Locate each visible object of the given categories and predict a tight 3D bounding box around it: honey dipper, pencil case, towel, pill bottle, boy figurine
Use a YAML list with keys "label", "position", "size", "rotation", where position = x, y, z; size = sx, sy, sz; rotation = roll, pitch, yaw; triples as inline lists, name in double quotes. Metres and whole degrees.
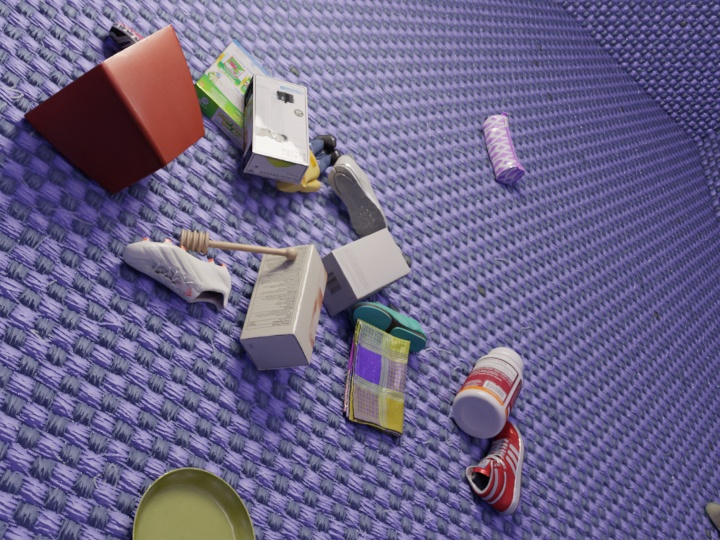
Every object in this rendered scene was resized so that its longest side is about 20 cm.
- label: "honey dipper"
  position: [-0.203, -0.039, 1.435]
  size: [0.197, 0.038, 0.038]
  rotation: [7, 54, -11]
- label: "pencil case"
  position: [0.397, -0.340, 2.366]
  size: [0.083, 0.085, 0.202]
  rotation: [15, 54, -43]
- label: "towel"
  position: [0.035, 0.203, 1.592]
  size: [0.143, 0.023, 0.202]
  rotation: [28, 56, -32]
- label: "pill bottle"
  position: [0.273, 0.248, 1.777]
  size: [0.113, 0.113, 0.200]
  rotation: [52, 37, -6]
- label: "boy figurine"
  position: [-0.110, -0.215, 1.709]
  size: [0.200, 0.064, 0.126]
  rotation: [-47, 125, -57]

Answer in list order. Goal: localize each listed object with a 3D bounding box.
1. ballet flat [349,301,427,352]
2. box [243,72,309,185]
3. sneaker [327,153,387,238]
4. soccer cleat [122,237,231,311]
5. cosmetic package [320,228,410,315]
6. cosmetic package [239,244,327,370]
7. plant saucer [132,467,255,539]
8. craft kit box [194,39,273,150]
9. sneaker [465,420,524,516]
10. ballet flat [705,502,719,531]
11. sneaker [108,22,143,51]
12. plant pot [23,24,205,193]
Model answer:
- label: "ballet flat"
  position: [0.047, 0.101, 1.682]
  size: [0.199, 0.068, 0.071]
  rotation: [28, 21, -33]
- label: "box"
  position: [-0.159, -0.269, 1.617]
  size: [0.115, 0.060, 0.202]
  rotation: [12, 54, -22]
- label: "sneaker"
  position: [0.007, -0.148, 1.777]
  size: [0.201, 0.076, 0.081]
  rotation: [63, 25, -23]
- label: "soccer cleat"
  position: [-0.287, 0.007, 1.361]
  size: [0.199, 0.069, 0.079]
  rotation: [22, 52, -42]
- label: "cosmetic package"
  position: [0.000, 0.000, 1.672]
  size: [0.199, 0.084, 0.108]
  rotation: [-23, 82, -53]
- label: "cosmetic package"
  position: [-0.126, 0.061, 1.452]
  size: [0.088, 0.102, 0.202]
  rotation: [67, 25, -43]
- label: "plant saucer"
  position: [-0.233, 0.376, 1.181]
  size: [0.199, 0.031, 0.202]
  rotation: [28, 46, -34]
- label: "craft kit box"
  position: [-0.225, -0.335, 1.697]
  size: [0.200, 0.048, 0.198]
  rotation: [44, 36, -17]
- label: "sneaker"
  position: [0.270, 0.377, 1.715]
  size: [0.112, 0.071, 0.202]
  rotation: [36, 44, -31]
- label: "ballet flat"
  position: [1.014, 0.713, 2.315]
  size: [0.201, 0.069, 0.069]
  rotation: [54, 37, -4]
- label: "sneaker"
  position: [-0.388, -0.356, 1.504]
  size: [0.200, 0.088, 0.074]
  rotation: [43, 8, 16]
- label: "plant pot"
  position: [-0.369, -0.243, 1.361]
  size: [0.177, 0.198, 0.200]
  rotation: [59, 35, -18]
